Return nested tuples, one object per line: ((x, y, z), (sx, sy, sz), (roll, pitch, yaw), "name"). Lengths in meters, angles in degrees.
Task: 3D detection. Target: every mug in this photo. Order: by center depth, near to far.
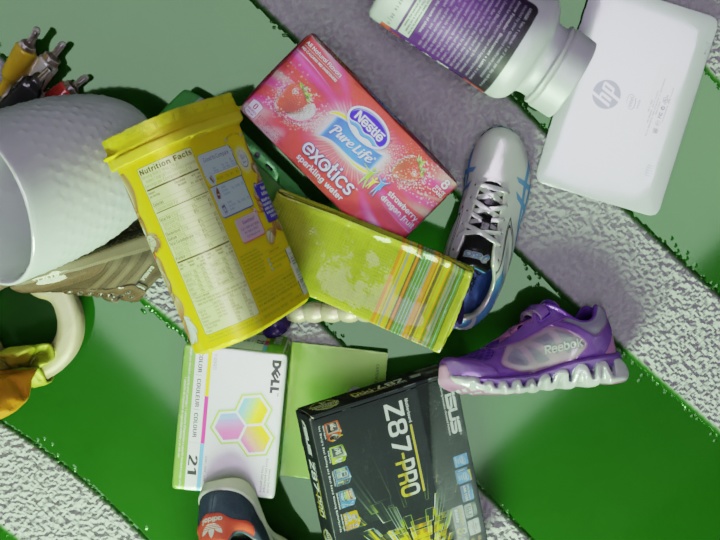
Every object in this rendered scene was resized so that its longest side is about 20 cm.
((-0.289, -0.084, 1.316), (0.199, 0.175, 0.149), (-4, 108, 46), "mug")

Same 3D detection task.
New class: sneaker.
((-0.239, 0.003, 1.370), (0.198, 0.070, 0.076), (-16, 115, -23), "sneaker")
((0.121, -0.039, 1.390), (0.071, 0.072, 0.202), (13, 97, 0), "sneaker")
((0.165, 0.074, 1.394), (0.198, 0.080, 0.090), (-5, 90, -20), "sneaker")
((-0.105, 0.295, 1.403), (0.074, 0.085, 0.201), (-18, 128, 20), "sneaker")

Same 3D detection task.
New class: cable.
((-0.350, -0.143, 1.404), (0.199, 0.051, 0.097), (-37, 114, 18), "cable")

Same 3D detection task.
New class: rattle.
((-0.330, 0.023, 1.373), (0.129, 0.143, 0.202), (27, 105, 15), "rattle")

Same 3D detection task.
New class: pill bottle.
((0.117, -0.232, 1.339), (0.199, 0.111, 0.112), (33, 98, -4), "pill bottle")

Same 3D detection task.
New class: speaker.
((-0.119, -0.079, 1.379), (0.200, 0.088, 0.088), (44, 97, -6), "speaker")

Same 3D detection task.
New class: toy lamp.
((0.001, 0.037, 1.380), (0.198, 0.058, 0.059), (0, 99, 20), "toy lamp")

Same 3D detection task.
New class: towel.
((0.000, 0.000, 1.325), (0.198, 0.018, 0.087), (22, 100, 5), "towel")

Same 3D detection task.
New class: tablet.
((0.259, -0.166, 1.398), (0.129, 0.014, 0.202), (16, 98, -2), "tablet")

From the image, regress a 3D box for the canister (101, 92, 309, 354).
((-0.131, -0.042, 1.264), (0.086, 0.148, 0.202), (-20, 95, 27), "canister")

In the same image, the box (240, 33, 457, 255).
((-0.011, -0.121, 1.365), (0.100, 0.096, 0.200), (-44, 96, 6), "box")

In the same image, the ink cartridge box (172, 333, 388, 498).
((-0.078, 0.145, 1.417), (0.197, 0.076, 0.150), (6, 99, 1), "ink cartridge box")

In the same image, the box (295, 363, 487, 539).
((0.033, 0.211, 1.414), (0.160, 0.049, 0.202), (-15, 101, -21), "box")
